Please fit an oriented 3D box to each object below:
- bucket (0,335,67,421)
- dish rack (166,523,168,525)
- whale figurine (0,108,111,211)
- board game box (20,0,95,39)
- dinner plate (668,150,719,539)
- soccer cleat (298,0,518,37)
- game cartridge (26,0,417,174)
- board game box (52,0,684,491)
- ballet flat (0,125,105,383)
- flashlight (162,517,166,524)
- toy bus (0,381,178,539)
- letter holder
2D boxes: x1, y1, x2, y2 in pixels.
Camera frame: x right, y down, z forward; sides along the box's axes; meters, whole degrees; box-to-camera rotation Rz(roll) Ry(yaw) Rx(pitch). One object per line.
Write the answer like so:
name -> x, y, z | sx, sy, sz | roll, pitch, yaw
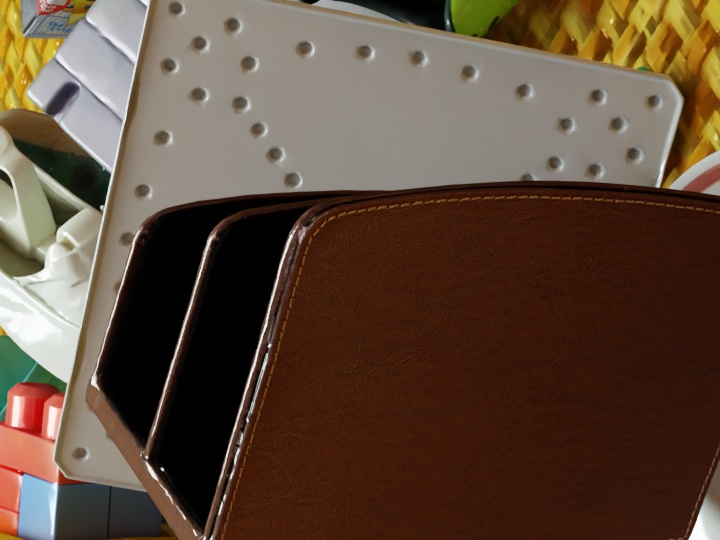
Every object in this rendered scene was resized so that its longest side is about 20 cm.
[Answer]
bucket -> -0.189, 0.121, 1.427 | 0.207, 0.134, 0.209 | 1, 91, 57
dish rack -> -0.046, 0.161, 1.250 | 0.172, 0.043, 0.201 | -45, 43, 39
whale figurine -> -0.115, -0.019, 1.282 | 0.199, 0.159, 0.104 | 8, 78, 39
board game box -> -0.108, -0.207, 1.365 | 0.200, 0.061, 0.201 | 13, 103, 57
dinner plate -> 0.146, 0.055, 0.997 | 0.200, 0.024, 0.201 | -1, 89, 57
soccer cleat -> -0.027, -0.152, 1.122 | 0.199, 0.081, 0.068 | 30, 139, 8
game cartridge -> -0.027, -0.059, 1.156 | 0.200, 0.038, 0.130 | 42, 93, 22
board game box -> 0.000, 0.000, 1.079 | 0.026, 0.199, 0.201 | -103, 25, -66
ballet flat -> -0.129, -0.011, 1.167 | 0.200, 0.069, 0.070 | 36, 124, 23
flashlight -> -0.091, 0.075, 1.251 | 0.200, 0.067, 0.068 | -40, 38, 43
toy bus -> -0.139, 0.141, 1.197 | 0.199, 0.135, 0.193 | 6, 96, 50
letter holder -> 0.030, 0.011, 0.974 | 0.101, 0.199, 0.143 | 49, 130, 47
